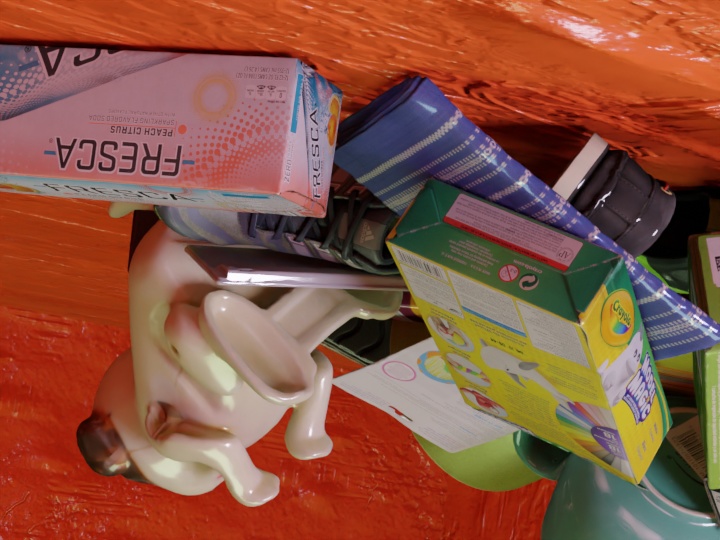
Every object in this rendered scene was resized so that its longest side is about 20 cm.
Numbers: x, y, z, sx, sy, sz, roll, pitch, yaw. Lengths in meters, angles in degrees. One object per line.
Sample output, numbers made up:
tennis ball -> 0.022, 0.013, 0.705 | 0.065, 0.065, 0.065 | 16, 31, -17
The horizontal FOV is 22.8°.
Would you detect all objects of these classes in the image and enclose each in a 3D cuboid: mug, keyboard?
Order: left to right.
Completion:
keyboard -> 0.000, 0.000, 1.029 | 0.199, 0.011, 0.056 | 3, -166, -27
mug -> 0.189, 0.154, 1.169 | 0.184, 0.152, 0.115 | 14, 137, 0

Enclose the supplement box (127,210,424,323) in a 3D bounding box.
supplement box -> -0.041, -0.020, 1.180 | 0.199, 0.086, 0.110 | 6, 174, 10

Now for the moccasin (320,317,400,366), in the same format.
moccasin -> -0.053, 0.000, 1.341 | 0.201, 0.074, 0.078 | 26, -168, -16

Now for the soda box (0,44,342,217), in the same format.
soda box -> -0.113, -0.070, 0.888 | 0.199, 0.069, 0.064 | 5, 173, 20

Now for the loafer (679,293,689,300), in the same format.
loafer -> 0.207, 0.006, 1.171 | 0.199, 0.073, 0.073 | 7, 173, 2

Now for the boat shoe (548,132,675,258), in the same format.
boat shoe -> 0.119, -0.020, 0.984 | 0.063, 0.074, 0.201 | 37, 170, 0

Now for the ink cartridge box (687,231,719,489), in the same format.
ink cartridge box -> 0.278, 0.039, 0.947 | 0.199, 0.076, 0.148 | -7, 144, 8

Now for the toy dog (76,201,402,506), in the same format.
toy dog -> -0.101, 0.060, 1.088 | 0.193, 0.140, 0.200 | 34, 133, 2

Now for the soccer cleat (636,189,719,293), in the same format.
soccer cleat -> 0.231, -0.013, 1.028 | 0.199, 0.068, 0.081 | 6, 161, 23

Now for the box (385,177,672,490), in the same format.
box -> 0.095, 0.041, 0.927 | 0.117, 0.048, 0.200 | 24, 157, 29

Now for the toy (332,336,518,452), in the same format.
toy -> 0.086, 0.057, 1.164 | 0.115, 0.047, 0.200 | 33, 147, -26

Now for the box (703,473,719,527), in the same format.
box -> 0.326, 0.111, 1.047 | 0.200, 0.158, 0.050 | 13, 137, 47

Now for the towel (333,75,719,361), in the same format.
towel -> 0.080, -0.021, 0.908 | 0.200, 0.024, 0.145 | 38, 163, -9

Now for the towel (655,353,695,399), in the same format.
towel -> 0.224, 0.052, 1.104 | 0.086, 0.018, 0.200 | 11, 165, -17

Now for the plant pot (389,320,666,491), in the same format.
plant pot -> 0.155, 0.052, 1.293 | 0.187, 0.188, 0.200 | 12, 159, -36

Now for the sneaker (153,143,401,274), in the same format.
sneaker -> -0.016, -0.037, 0.997 | 0.199, 0.074, 0.081 | 3, -164, -19
